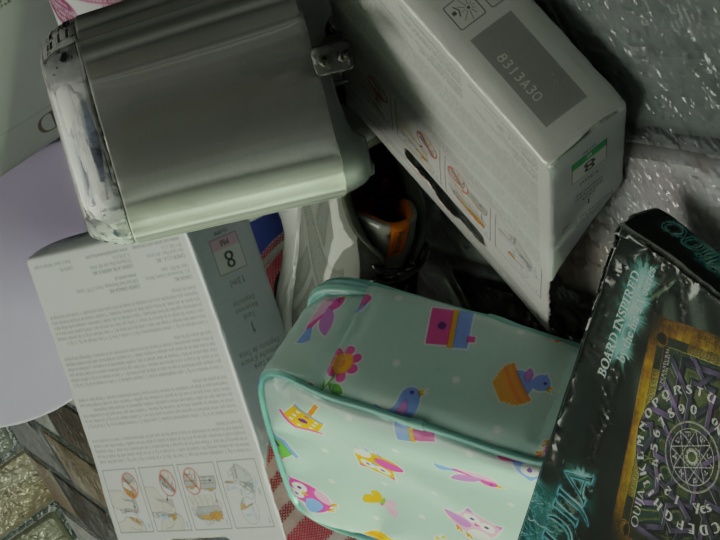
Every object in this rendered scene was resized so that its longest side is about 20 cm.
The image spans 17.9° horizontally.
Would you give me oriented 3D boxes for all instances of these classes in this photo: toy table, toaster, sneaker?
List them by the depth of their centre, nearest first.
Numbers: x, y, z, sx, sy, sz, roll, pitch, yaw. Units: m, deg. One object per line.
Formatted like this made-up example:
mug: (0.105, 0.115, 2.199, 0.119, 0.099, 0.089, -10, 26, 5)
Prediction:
toaster: (-0.070, -0.075, 1.034, 0.200, 0.128, 0.114, -124, 18, -79)
sneaker: (0.000, 0.000, 1.178, 0.079, 0.074, 0.201, 23, 129, 46)
toy table: (-0.188, -0.014, 1.362, 0.184, 0.200, 0.117, 46, -167, -19)

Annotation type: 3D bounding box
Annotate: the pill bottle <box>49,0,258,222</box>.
pill bottle: (-0.095, -0.121, 1.194, 0.113, 0.113, 0.201, 43, 160, 38)

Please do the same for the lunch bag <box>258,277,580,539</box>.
lunch bag: (0.051, 0.087, 1.116, 0.199, 0.077, 0.161, 16, 151, 21)

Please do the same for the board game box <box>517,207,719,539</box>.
board game box: (0.133, 0.093, 0.934, 0.135, 0.028, 0.201, 41, 132, 34)

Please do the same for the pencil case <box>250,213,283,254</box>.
pencil case: (-0.025, 0.016, 1.322, 0.200, 0.078, 0.087, 55, 133, 5)

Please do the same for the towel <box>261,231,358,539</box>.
towel: (-0.007, 0.087, 1.271, 0.200, 0.146, 0.030, 43, -165, 8)

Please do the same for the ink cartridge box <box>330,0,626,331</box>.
ink cartridge box: (0.049, -0.075, 1.008, 0.161, 0.050, 0.200, 50, 172, 20)

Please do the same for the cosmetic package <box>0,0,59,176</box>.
cosmetic package: (-0.203, -0.199, 1.258, 0.166, 0.167, 0.200, 44, 161, 34)

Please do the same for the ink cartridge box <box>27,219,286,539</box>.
ink cartridge box: (-0.095, 0.070, 1.237, 0.162, 0.057, 0.201, -10, 104, 51)
